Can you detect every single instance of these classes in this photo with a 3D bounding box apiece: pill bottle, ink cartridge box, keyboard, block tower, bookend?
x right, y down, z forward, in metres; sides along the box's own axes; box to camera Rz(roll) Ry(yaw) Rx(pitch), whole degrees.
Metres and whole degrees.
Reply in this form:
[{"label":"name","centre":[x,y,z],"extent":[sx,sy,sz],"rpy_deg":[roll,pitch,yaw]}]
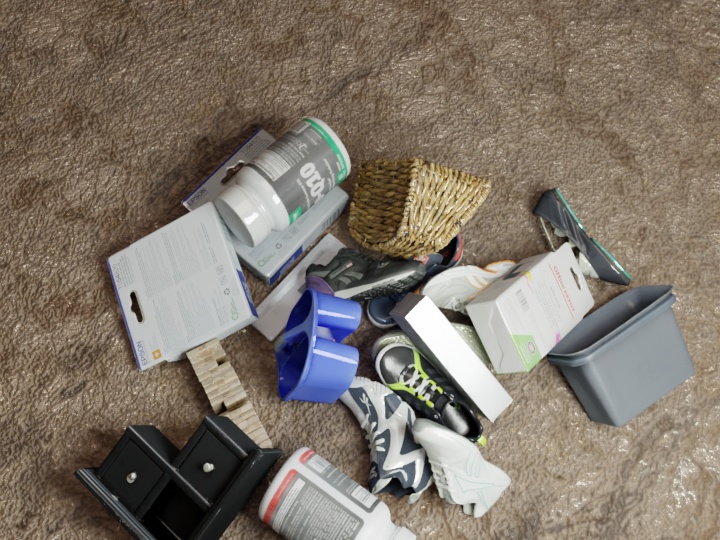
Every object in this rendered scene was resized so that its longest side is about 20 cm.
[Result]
[{"label":"pill bottle","centre":[-0.030,0.342,1.207],"extent":[0.198,0.116,0.116],"rpy_deg":[33,68,13]},{"label":"ink cartridge box","centre":[-0.274,0.027,1.367],"extent":[0.197,0.041,0.203],"rpy_deg":[-25,72,10]},{"label":"ink cartridge box","centre":[-0.154,-0.106,1.448],"extent":[0.199,0.041,0.200],"rpy_deg":[39,69,16]},{"label":"ink cartridge box","centre":[0.258,0.053,1.339],"extent":[0.199,0.067,0.119],"rpy_deg":[-33,101,-37]},{"label":"keyboard","centre":[-0.094,0.024,1.416],"extent":[0.056,0.011,0.200],"rpy_deg":[39,70,10]},{"label":"pill bottle","centre":[-0.119,-0.134,1.368],"extent":[0.199,0.114,0.113],"rpy_deg":[-42,72,-18]},{"label":"block tower","centre":[-0.186,0.202,1.302],"extent":[0.057,0.054,0.202],"rpy_deg":[-25,69,-12]},{"label":"bookend","centre":[-0.245,0.262,1.213],"extent":[0.198,0.092,0.201],"rpy_deg":[39,91,17]}]

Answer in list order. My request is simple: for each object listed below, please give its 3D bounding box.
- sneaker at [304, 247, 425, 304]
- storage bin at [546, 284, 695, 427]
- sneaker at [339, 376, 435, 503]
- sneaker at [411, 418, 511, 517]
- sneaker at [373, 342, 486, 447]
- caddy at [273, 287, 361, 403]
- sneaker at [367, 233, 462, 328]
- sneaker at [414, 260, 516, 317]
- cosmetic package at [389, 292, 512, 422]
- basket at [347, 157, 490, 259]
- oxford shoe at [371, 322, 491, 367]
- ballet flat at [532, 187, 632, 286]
[{"label":"sneaker","centre":[0.000,0.000,1.347],"extent":[0.196,0.075,0.090],"rpy_deg":[-17,76,21]},{"label":"storage bin","centre":[0.385,0.130,1.323],"extent":[0.198,0.145,0.136],"rpy_deg":[-29,96,-15]},{"label":"sneaker","centre":[0.025,0.251,1.271],"extent":[0.198,0.080,0.130],"rpy_deg":[38,60,4]},{"label":"sneaker","centre":[0.131,0.273,1.222],"extent":[0.081,0.200,0.070],"rpy_deg":[-54,32,-13]},{"label":"sneaker","centre":[0.107,0.175,1.276],"extent":[0.199,0.083,0.072],"rpy_deg":[42,75,-8]},{"label":"caddy","centre":[-0.072,0.110,1.278],"extent":[0.103,0.200,0.144],"rpy_deg":[10,64,-16]},{"label":"sneaker","centre":[0.084,0.003,1.388],"extent":[0.075,0.085,0.200],"rpy_deg":[39,70,16]},{"label":"sneaker","centre":[0.173,0.043,1.356],"extent":[0.196,0.076,0.094],"rpy_deg":[-8,72,-29]},{"label":"cosmetic package","centre":[0.130,0.123,1.285],"extent":[0.051,0.082,0.201],"rpy_deg":[-41,101,-8]},{"label":"basket","centre":[0.086,-0.087,1.374],"extent":[0.146,0.199,0.146],"rpy_deg":[12,90,-27]},{"label":"oxford shoe","centre":[0.109,0.118,1.351],"extent":[0.195,0.058,0.077],"rpy_deg":[-2,89,-11]},{"label":"ballet flat","centre":[0.348,-0.040,1.434],"extent":[0.072,0.073,0.201],"rpy_deg":[-33,76,-16]}]
